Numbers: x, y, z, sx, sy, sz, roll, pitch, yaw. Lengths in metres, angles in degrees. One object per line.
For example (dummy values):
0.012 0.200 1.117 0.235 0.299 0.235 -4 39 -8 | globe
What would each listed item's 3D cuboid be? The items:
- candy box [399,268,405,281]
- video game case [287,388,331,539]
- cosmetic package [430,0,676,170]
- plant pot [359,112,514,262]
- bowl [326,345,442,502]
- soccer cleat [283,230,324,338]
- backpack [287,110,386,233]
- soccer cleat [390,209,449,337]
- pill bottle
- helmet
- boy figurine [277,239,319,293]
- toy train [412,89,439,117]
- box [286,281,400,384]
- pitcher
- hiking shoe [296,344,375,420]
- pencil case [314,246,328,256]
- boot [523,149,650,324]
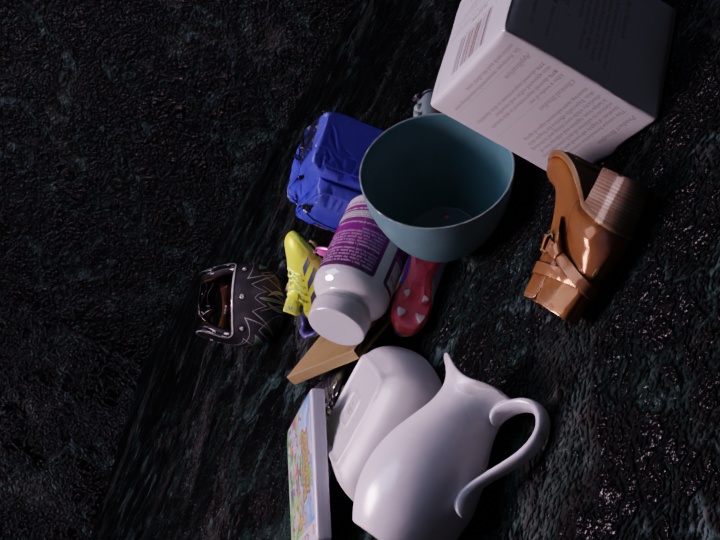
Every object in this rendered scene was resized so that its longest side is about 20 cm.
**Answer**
0.064 -0.072 1.612 0.201 0.071 0.169 -53 18 35 | candy box
-0.073 0.287 1.389 0.182 0.022 0.202 118 152 -60 | video game case
0.215 -0.239 1.141 0.167 0.199 0.168 -38 30 57 | cosmetic package
0.105 -0.089 1.345 0.135 0.198 0.202 78 -158 -51 | plant pot
0.016 0.195 1.339 0.201 0.074 0.200 -62 14 4 | bowl
-0.081 0.027 1.493 0.083 0.201 0.065 -30 46 -11 | soccer cleat
-0.041 -0.148 1.650 0.169 0.161 0.200 -70 15 -15 | backpack
0.090 0.000 1.435 0.077 0.066 0.202 118 174 -68 | soccer cleat
0.000 0.000 1.420 0.112 0.112 0.201 -41 21 54 | pill bottle
-0.250 0.073 2.187 0.189 0.200 0.202 -5 51 29 | helmet
-0.126 -0.007 2.152 0.125 0.064 0.200 -62 12 -3 | boy figurine
0.129 -0.207 1.534 0.085 0.113 0.201 -53 19 31 | toy train
-0.014 0.092 1.511 0.164 0.021 0.199 -50 13 -34 | box
0.092 0.200 1.030 0.201 0.121 0.171 -55 29 -11 | pitcher
-0.036 0.195 1.501 0.202 0.075 0.101 -63 12 1 | hiking shoe
-0.055 0.031 1.654 0.200 0.092 0.092 64 -158 -66 | pencil case
0.219 -0.036 1.069 0.157 0.076 0.200 -65 22 10 | boot
